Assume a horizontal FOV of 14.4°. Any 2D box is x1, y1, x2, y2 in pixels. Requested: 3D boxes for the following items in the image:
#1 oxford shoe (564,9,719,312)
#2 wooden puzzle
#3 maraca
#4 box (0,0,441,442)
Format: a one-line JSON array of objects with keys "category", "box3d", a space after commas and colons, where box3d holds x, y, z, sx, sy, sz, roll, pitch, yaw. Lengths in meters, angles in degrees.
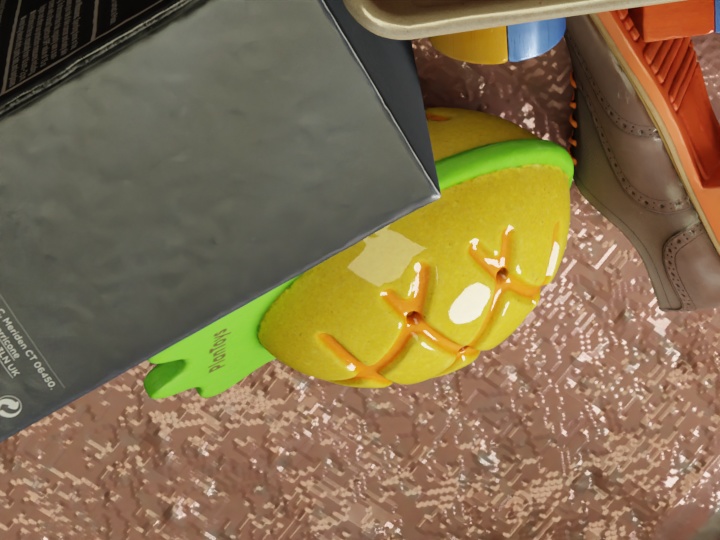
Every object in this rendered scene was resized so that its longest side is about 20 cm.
[{"category": "oxford shoe", "box3d": [0.108, -0.068, 1.199, 0.072, 0.071, 0.200, -23, 103, 30]}, {"category": "wooden puzzle", "box3d": [0.080, -0.131, 1.090, 0.199, 0.185, 0.046, -4, 121, -7]}, {"category": "maraca", "box3d": [0.000, 0.000, 1.185, 0.200, 0.107, 0.137, -25, 158, -12]}, {"category": "box", "box3d": [-0.084, -0.061, 1.118, 0.198, 0.200, 0.123, -30, 111, 10]}]
